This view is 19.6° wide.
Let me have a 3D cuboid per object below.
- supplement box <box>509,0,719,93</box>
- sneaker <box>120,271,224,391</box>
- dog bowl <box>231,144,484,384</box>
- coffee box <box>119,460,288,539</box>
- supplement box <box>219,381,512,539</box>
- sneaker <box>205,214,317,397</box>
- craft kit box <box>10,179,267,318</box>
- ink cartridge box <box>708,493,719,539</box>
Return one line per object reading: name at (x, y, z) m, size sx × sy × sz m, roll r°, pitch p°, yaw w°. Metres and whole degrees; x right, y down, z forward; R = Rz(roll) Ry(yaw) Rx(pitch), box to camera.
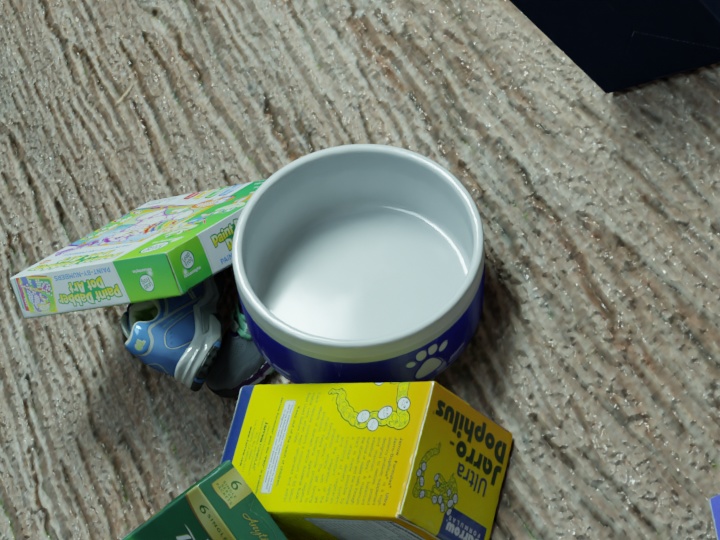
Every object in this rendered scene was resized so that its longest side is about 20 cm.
supplement box at (0.205, -0.285, 1.627) m, size 0.134 × 0.200 × 0.201 m, roll -13°, pitch 55°, yaw 35°
sneaker at (-0.166, 0.029, 1.829) m, size 0.076 × 0.077 × 0.200 m, roll -63°, pitch 16°, yaw 17°
dog bowl at (0.000, 0.000, 1.657) m, size 0.199 × 0.079 × 0.201 m, roll -3°, pitch 53°, yaw 3°
coffee box at (-0.127, 0.239, 1.623) m, size 0.044 × 0.123 × 0.200 m, roll -33°, pitch -2°, yaw -43°
supplement box at (-0.001, 0.155, 1.606) m, size 0.199 × 0.109 × 0.110 m, roll -3°, pitch 63°, yaw 41°
sneaker at (-0.083, 0.014, 1.786) m, size 0.200 × 0.087 × 0.074 m, roll -51°, pitch 42°, yaw 5°
craft kit box at (-0.174, -0.022, 1.838) m, size 0.199 × 0.049 × 0.197 m, roll -9°, pitch 19°, yaw 39°
ink cartridge box at (0.317, 0.189, 1.342) m, size 0.199 × 0.043 × 0.199 m, roll -30°, pitch 48°, yaw 28°
